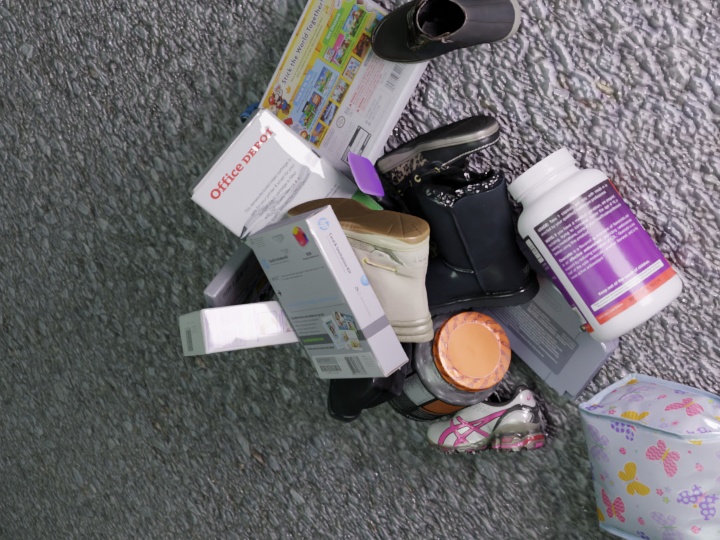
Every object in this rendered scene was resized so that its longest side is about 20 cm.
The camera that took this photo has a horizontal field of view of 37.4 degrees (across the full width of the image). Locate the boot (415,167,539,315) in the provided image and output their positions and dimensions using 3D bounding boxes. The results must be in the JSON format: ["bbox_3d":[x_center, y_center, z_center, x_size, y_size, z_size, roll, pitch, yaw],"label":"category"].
[{"bbox_3d":[0.099,-0.036,1.248,0.200,0.076,0.168,-5,121,35],"label":"boot"}]

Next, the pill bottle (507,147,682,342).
[{"bbox_3d":[0.247,-0.030,1.148,0.200,0.112,0.112,56,142,6],"label":"pill bottle"}]

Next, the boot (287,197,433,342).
[{"bbox_3d":[0.000,0.000,1.261,0.200,0.072,0.155,16,126,37],"label":"boot"}]

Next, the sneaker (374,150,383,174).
[{"bbox_3d":[-0.036,-0.201,1.412,0.200,0.073,0.071,58,161,10],"label":"sneaker"}]

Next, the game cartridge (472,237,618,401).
[{"bbox_3d":[0.218,0.052,1.298,0.200,0.040,0.133,46,144,19],"label":"game cartridge"}]

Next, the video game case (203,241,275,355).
[{"bbox_3d":[-0.148,0.003,1.513,0.022,0.200,0.182,28,154,15],"label":"video game case"}]

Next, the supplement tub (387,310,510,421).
[{"bbox_3d":[0.108,0.121,1.364,0.123,0.123,0.200,58,156,4],"label":"supplement tub"}]

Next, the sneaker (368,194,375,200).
[{"bbox_3d":[-0.016,0.003,1.471,0.073,0.112,0.200,10,120,46],"label":"sneaker"}]

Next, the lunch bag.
[{"bbox_3d":[0.358,0.221,1.174,0.200,0.127,0.170,10,118,57],"label":"lunch bag"}]

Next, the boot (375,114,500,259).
[{"bbox_3d":[0.117,-0.097,1.292,0.204,0.073,0.154,-12,107,54],"label":"boot"}]

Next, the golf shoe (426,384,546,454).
[{"bbox_3d":[0.166,0.201,1.434,0.200,0.073,0.092,-15,80,48],"label":"golf shoe"}]

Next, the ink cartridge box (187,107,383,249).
[{"bbox_3d":[-0.097,-0.089,1.340,0.200,0.147,0.083,41,178,-16],"label":"ink cartridge box"}]

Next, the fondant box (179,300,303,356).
[{"bbox_3d":[-0.121,0.070,1.373,0.144,0.200,0.058,165,97,-69],"label":"fondant box"}]

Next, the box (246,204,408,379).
[{"bbox_3d":[-0.042,0.031,1.241,0.156,0.041,0.200,-12,108,58],"label":"box"}]

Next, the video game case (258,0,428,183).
[{"bbox_3d":[-0.021,-0.240,1.330,0.182,0.023,0.200,39,116,21],"label":"video game case"}]

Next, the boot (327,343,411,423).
[{"bbox_3d":[0.008,0.101,1.382,0.200,0.066,0.165,127,143,-66],"label":"boot"}]

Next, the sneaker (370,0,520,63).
[{"bbox_3d":[0.067,-0.276,1.185,0.200,0.106,0.075,-4,96,42],"label":"sneaker"}]

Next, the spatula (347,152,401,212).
[{"bbox_3d":[0.023,-0.101,1.334,0.200,0.021,0.057,38,-151,-72],"label":"spatula"}]

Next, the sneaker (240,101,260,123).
[{"bbox_3d":[-0.114,-0.144,1.519,0.066,0.078,0.200,-11,106,49],"label":"sneaker"}]
